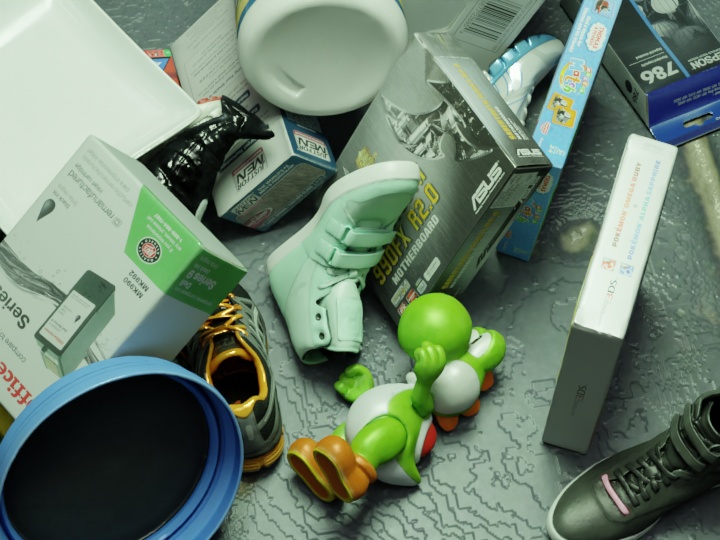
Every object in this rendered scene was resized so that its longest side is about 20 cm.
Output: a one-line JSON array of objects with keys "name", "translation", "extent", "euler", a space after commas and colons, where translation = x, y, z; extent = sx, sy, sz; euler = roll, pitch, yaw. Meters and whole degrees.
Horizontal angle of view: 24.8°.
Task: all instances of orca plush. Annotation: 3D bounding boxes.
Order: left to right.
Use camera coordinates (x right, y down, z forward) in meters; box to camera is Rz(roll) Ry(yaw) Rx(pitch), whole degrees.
[{"name": "orca plush", "translation": [-0.150, -0.053, 1.353], "extent": [0.200, 0.071, 0.105], "euler": [-39, 99, -4]}]

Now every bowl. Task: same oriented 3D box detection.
[{"name": "bowl", "translation": [-0.185, 0.155, 1.237], "extent": [0.200, 0.202, 0.039], "euler": [-28, 38, -16]}]

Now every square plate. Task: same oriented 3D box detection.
[{"name": "square plate", "translation": [-0.269, -0.139, 1.365], "extent": [0.198, 0.028, 0.200], "euler": [-39, 73, -23]}]

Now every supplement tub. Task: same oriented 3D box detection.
[{"name": "supplement tub", "translation": [-0.039, -0.248, 1.414], "extent": [0.143, 0.145, 0.201], "euler": [-5, 48, -3]}]

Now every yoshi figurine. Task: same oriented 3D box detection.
[{"name": "yoshi figurine", "translation": [0.029, 0.091, 1.323], "extent": [0.200, 0.112, 0.112], "euler": [-38, 59, -24]}]

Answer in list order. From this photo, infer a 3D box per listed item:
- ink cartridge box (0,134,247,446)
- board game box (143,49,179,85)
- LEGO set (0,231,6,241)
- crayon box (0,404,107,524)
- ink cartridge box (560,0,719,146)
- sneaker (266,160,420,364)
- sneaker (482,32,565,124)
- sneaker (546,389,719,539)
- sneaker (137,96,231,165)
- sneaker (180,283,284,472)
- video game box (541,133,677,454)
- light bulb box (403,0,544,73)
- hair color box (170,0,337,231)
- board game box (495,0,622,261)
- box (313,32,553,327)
[{"name": "ink cartridge box", "translation": [-0.210, 0.022, 1.271], "extent": [0.146, 0.084, 0.200], "euler": [42, 95, 25]}, {"name": "board game box", "translation": [-0.245, -0.141, 1.448], "extent": [0.199, 0.019, 0.104], "euler": [-9, 79, -36]}, {"name": "LEGO set", "translation": [-0.334, -0.107, 1.438], "extent": [0.200, 0.116, 0.154], "euler": [-37, 65, -20]}, {"name": "crayon box", "translation": [-0.237, 0.110, 1.344], "extent": [0.127, 0.051, 0.200], "euler": [-35, 64, -19]}, {"name": "ink cartridge box", "translation": [0.279, -0.212, 1.546], "extent": [0.099, 0.039, 0.201], "euler": [-22, 61, -14]}, {"name": "sneaker", "translation": [0.000, 0.000, 1.343], "extent": [0.073, 0.200, 0.119], "euler": [0, 60, -36]}, {"name": "sneaker", "translation": [0.125, -0.134, 1.489], "extent": [0.200, 0.075, 0.087], "euler": [-42, 78, -17]}, {"name": "sneaker", "translation": [0.236, 0.151, 1.287], "extent": [0.199, 0.099, 0.071], "euler": [-23, 62, -12]}, {"name": "sneaker", "translation": [-0.170, -0.067, 1.424], "extent": [0.082, 0.078, 0.200], "euler": [38, 90, -3]}, {"name": "sneaker", "translation": [-0.109, 0.065, 1.355], "extent": [0.078, 0.077, 0.201], "euler": [-19, 57, -8]}, {"name": "video game box", "translation": [0.197, 0.022, 1.307], "extent": [0.046, 0.200, 0.183], "euler": [18, 61, 10]}, {"name": "light bulb box", "translation": [0.093, -0.314, 1.494], "extent": [0.124, 0.198, 0.201], "euler": [16, 52, -21]}, {"name": "hair color box", "translation": [-0.098, -0.147, 1.468], "extent": [0.100, 0.060, 0.201], "euler": [-37, 54, 29]}, {"name": "board game box", "translation": [0.174, -0.130, 1.429], "extent": [0.036, 0.152, 0.201], "euler": [19, 61, 5]}, {"name": "box", "translation": [0.056, -0.073, 1.371], "extent": [0.048, 0.200, 0.159], "euler": [-7, 53, -42]}]
